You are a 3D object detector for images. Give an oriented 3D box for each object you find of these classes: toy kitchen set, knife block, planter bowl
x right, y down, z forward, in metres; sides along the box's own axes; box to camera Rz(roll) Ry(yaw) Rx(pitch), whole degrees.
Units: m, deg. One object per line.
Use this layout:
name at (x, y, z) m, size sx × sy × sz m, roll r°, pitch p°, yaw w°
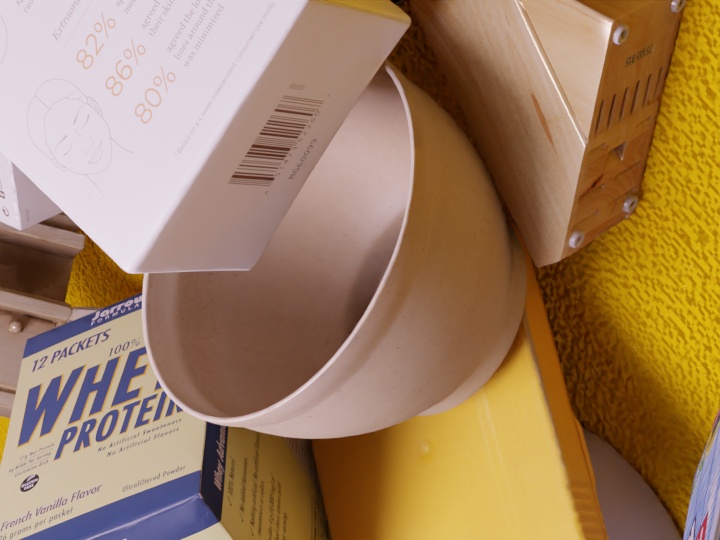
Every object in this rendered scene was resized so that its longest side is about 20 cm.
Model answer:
toy kitchen set at (-0.205, 0.007, 1.161) m, size 0.180 × 0.199 × 0.165 m, roll 150°, pitch 132°, yaw -66°
knife block at (0.068, -0.127, 0.872) m, size 0.175 × 0.064 × 0.201 m, roll 34°, pitch 135°, yaw 31°
planter bowl at (0.000, 0.000, 0.905) m, size 0.199 × 0.134 × 0.202 m, roll -24°, pitch 54°, yaw 38°

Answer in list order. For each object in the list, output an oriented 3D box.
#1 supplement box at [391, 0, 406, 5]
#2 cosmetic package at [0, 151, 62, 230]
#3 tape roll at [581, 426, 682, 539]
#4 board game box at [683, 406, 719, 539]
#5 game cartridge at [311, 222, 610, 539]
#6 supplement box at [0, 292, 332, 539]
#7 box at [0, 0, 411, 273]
supplement box at (-0.054, -0.226, 0.915) m, size 0.130 × 0.103 × 0.201 m, roll -2°, pitch 111°, yaw 47°
cosmetic package at (-0.261, -0.106, 1.216) m, size 0.199 × 0.107 × 0.085 m, roll 22°, pitch 127°, yaw 37°
tape roll at (0.098, 0.184, 1.022) m, size 0.202 × 0.071 × 0.204 m, roll 26°, pitch 130°, yaw 35°
board game box at (0.174, 0.168, 0.822) m, size 0.061 × 0.200 × 0.201 m, roll 17°, pitch 129°, yaw 7°
game cartridge at (0.046, 0.101, 0.959) m, size 0.176 × 0.032 × 0.201 m, roll -35°, pitch 57°, yaw 37°
supplement box at (-0.095, 0.145, 1.000) m, size 0.133 × 0.201 × 0.200 m, roll -22°, pitch 124°, yaw 14°
box at (-0.106, -0.119, 0.828) m, size 0.200 × 0.106 × 0.153 m, roll 43°, pitch 109°, yaw 21°
